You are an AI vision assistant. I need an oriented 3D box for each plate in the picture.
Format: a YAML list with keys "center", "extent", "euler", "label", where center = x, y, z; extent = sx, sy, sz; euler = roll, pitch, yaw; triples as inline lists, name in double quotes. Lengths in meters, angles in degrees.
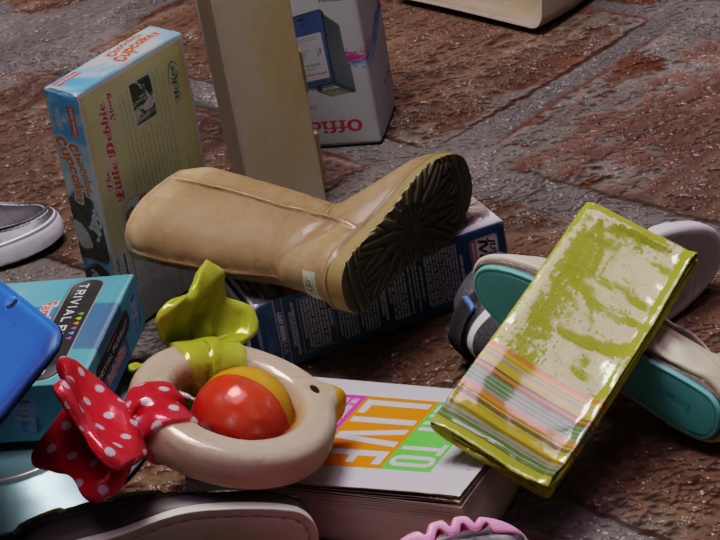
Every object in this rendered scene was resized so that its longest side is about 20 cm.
- center: [-0.241, 0.117, 1.403]
  extent: [0.199, 0.026, 0.201]
  euler: [-8, 29, 4]
  label: "plate"

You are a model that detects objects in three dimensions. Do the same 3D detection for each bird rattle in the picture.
- center: [-0.095, 0.078, 1.235]
  extent: [0.162, 0.113, 0.200]
  euler: [18, 20, 13]
  label: "bird rattle"

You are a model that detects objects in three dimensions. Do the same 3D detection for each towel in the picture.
- center: [0.129, 0.044, 1.260]
  extent: [0.086, 0.018, 0.200]
  euler: [29, 61, 14]
  label: "towel"

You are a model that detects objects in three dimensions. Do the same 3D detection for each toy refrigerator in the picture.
- center: [-0.079, -0.148, 1.647]
  extent: [0.069, 0.201, 0.076]
  euler: [-15, 28, -11]
  label: "toy refrigerator"

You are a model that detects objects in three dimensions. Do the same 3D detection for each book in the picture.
- center: [0.006, 0.119, 1.303]
  extent: [0.199, 0.048, 0.134]
  euler: [2, 29, 29]
  label: "book"

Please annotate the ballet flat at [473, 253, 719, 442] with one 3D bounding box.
- center: [0.166, 0.041, 1.317]
  extent: [0.199, 0.070, 0.069]
  euler: [34, 45, 17]
  label: "ballet flat"

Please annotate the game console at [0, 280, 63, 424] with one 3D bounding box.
- center: [-0.246, 0.106, 1.254]
  extent: [0.118, 0.172, 0.200]
  euler: [-23, 26, -22]
  label: "game console"

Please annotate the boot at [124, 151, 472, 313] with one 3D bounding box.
- center: [-0.044, -0.047, 1.465]
  extent: [0.199, 0.067, 0.175]
  euler: [14, 37, 36]
  label: "boot"

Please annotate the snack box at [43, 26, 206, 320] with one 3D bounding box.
- center: [-0.167, -0.068, 1.529]
  extent: [0.037, 0.201, 0.116]
  euler: [15, 36, 35]
  label: "snack box"

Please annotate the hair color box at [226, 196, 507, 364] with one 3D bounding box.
- center: [0.000, 0.000, 1.499]
  extent: [0.199, 0.061, 0.100]
  euler: [-19, 30, -17]
  label: "hair color box"

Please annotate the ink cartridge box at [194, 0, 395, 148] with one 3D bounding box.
- center: [-0.058, -0.211, 1.758]
  extent: [0.144, 0.201, 0.088]
  euler: [-2, 32, 13]
  label: "ink cartridge box"

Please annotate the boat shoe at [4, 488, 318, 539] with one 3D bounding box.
- center: [-0.125, 0.162, 1.231]
  extent: [0.200, 0.072, 0.061]
  euler: [-12, 32, 2]
  label: "boat shoe"

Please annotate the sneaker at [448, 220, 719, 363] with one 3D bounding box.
- center: [0.148, 0.003, 1.428]
  extent: [0.199, 0.073, 0.112]
  euler: [-26, 34, -25]
  label: "sneaker"

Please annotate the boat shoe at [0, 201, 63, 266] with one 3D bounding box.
- center: [-0.347, -0.038, 1.678]
  extent: [0.198, 0.067, 0.070]
  euler: [-8, 28, 5]
  label: "boat shoe"

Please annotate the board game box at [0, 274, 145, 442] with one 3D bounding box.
- center: [-0.267, 0.064, 1.434]
  extent: [0.198, 0.047, 0.151]
  euler: [-5, 28, 11]
  label: "board game box"

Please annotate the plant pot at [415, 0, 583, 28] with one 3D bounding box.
- center: [0.163, -0.366, 1.991]
  extent: [0.176, 0.201, 0.199]
  euler: [-19, 28, -39]
  label: "plant pot"

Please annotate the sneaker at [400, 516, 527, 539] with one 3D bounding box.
- center: [0.018, 0.207, 1.121]
  extent: [0.199, 0.079, 0.096]
  euler: [-22, 52, -19]
  label: "sneaker"
